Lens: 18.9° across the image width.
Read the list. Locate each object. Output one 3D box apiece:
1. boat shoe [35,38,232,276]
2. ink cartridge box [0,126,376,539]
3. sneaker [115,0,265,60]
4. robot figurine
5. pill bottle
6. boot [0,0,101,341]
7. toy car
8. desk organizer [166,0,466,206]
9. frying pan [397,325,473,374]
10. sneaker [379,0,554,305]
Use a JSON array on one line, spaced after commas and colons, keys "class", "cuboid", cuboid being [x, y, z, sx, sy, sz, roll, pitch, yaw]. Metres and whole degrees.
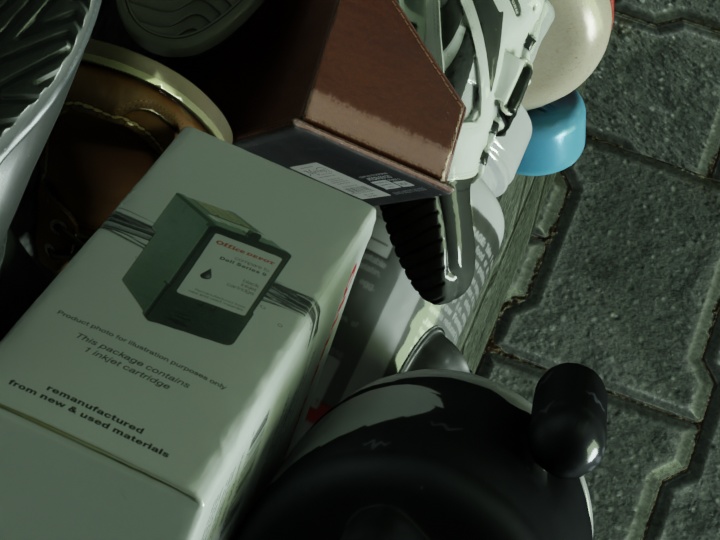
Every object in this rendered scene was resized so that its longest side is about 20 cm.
[{"class": "boat shoe", "cuboid": [-0.093, -0.025, 0.863, 0.200, 0.071, 0.068, 85, 24, -71]}, {"class": "ink cartridge box", "cuboid": [-0.075, 0.062, 0.745, 0.200, 0.084, 0.147, -59, 171, -59]}, {"class": "sneaker", "cuboid": [-0.042, -0.156, 0.898, 0.106, 0.074, 0.201, 92, 18, -66]}, {"class": "robot figurine", "cuboid": [0.018, 0.105, 0.766, 0.200, 0.149, 0.126, -48, 133, -74]}, {"class": "pill bottle", "cuboid": [0.000, 0.000, 1.031, 0.114, 0.113, 0.201, 85, 29, -71]}, {"class": "boot", "cuboid": [-0.122, -0.013, 0.714, 0.166, 0.065, 0.200, -61, 167, -14]}, {"class": "toy car", "cuboid": [0.058, -0.188, 1.242, 0.201, 0.175, 0.185, -80, 171, -50]}, {"class": "desk organizer", "cuboid": [-0.025, -0.073, 0.907, 0.200, 0.071, 0.078, -6, -116, 65]}, {"class": "frying pan", "cuboid": [0.027, 0.088, 0.963, 0.190, 0.031, 0.116, 47, 63, -74]}, {"class": "sneaker", "cuboid": [0.048, -0.087, 0.945, 0.074, 0.088, 0.202, 169, -84, -71]}]
